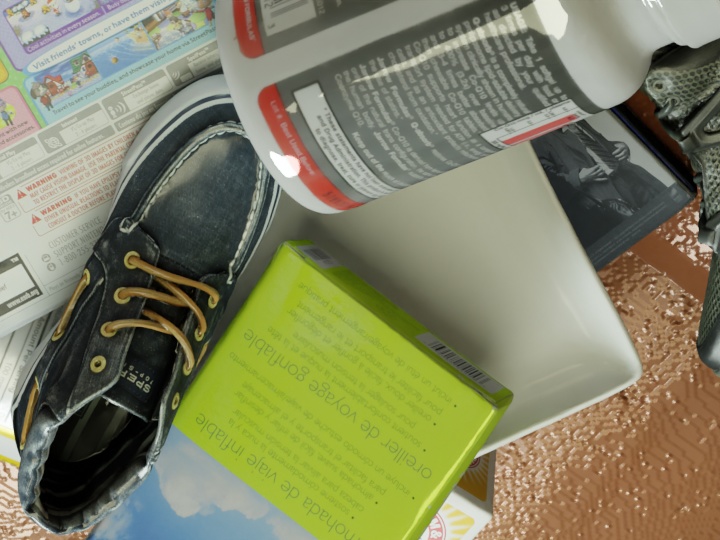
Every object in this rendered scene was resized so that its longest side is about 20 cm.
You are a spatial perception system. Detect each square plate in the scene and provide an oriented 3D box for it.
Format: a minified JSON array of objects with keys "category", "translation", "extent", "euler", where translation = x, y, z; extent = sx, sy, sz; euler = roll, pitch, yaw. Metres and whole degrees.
[{"category":"square plate","translation":[0.000,0.000,1.093],"extent":[0.197,0.028,0.201],"euler":[-27,85,12]}]

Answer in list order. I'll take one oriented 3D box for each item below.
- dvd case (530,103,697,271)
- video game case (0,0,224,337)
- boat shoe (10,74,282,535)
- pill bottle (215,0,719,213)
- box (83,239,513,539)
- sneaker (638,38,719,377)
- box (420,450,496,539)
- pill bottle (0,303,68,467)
[{"category":"dvd case","translation":[0.038,-0.061,1.137],"extent":[0.150,0.025,0.200],"euler":[-37,112,24]},{"category":"video game case","translation":[-0.146,-0.074,1.046],"extent":[0.199,0.022,0.183],"euler":[-27,115,5]},{"category":"boat shoe","translation":[-0.087,0.018,1.033],"extent":[0.070,0.091,0.201],"euler":[24,109,-18]},{"category":"pill bottle","translation":[0.050,-0.108,0.995],"extent":[0.199,0.116,0.116],"euler":[-20,119,20]},{"category":"box","translation":[-0.037,0.102,1.065],"extent":[0.122,0.048,0.201],"euler":[36,101,11]},{"category":"sneaker","translation":[0.163,-0.052,1.100],"extent":[0.113,0.076,0.201],"euler":[13,113,0]},{"category":"box","translation":[-0.030,0.129,1.214],"extent":[0.112,0.102,0.200],"euler":[31,119,-14]},{"category":"pill bottle","translation":[-0.168,0.032,1.158],"extent":[0.199,0.112,0.112],"euler":[24,121,-11]}]
